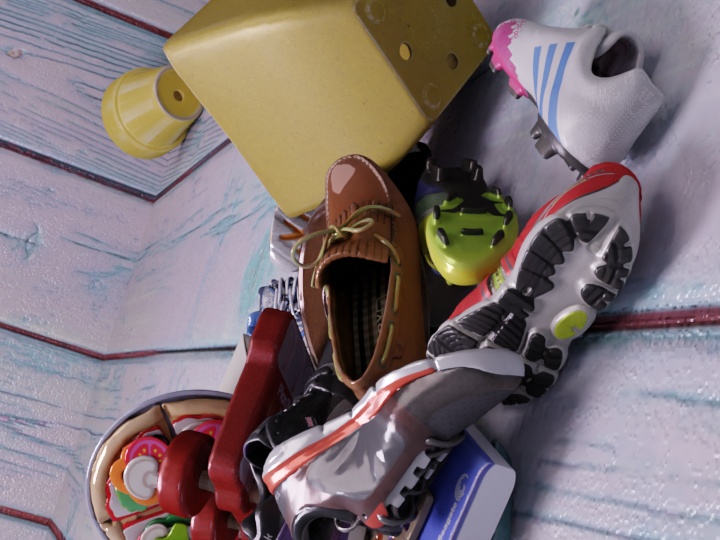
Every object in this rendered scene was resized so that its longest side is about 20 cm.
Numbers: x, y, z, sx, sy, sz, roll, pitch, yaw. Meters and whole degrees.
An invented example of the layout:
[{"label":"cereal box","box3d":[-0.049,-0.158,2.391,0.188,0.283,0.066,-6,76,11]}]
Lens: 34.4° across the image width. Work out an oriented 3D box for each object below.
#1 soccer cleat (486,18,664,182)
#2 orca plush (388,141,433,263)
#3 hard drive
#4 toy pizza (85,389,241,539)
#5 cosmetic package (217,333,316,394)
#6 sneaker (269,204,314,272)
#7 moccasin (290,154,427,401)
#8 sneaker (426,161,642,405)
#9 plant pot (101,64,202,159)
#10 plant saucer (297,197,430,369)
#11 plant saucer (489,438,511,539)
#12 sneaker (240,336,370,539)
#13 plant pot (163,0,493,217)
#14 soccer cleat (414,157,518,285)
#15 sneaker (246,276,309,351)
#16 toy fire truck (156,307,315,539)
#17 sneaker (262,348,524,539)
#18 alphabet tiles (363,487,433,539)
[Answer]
[{"label":"soccer cleat","box3d":[0.143,-0.130,0.763,0.086,0.070,0.201,-46,28,19]},{"label":"orca plush","box3d":[0.018,-0.037,1.011,0.105,0.070,0.202,146,140,-63]},{"label":"hard drive","box3d":[0.036,0.152,0.778,0.133,0.025,0.200,-68,17,7]},{"label":"toy pizza","box3d":[-0.146,0.200,1.040,0.032,0.198,0.202,-107,40,-66]},{"label":"cosmetic package","box3d":[-0.099,0.173,1.094,0.073,0.102,0.202,-113,44,-63]},{"label":"sneaker","box3d":[-0.029,-0.071,1.164,0.201,0.078,0.077,-56,1,-29]},{"label":"moccasin","box3d":[-0.001,0.001,0.823,0.073,0.078,0.204,-21,55,29]},{"label":"sneaker","box3d":[0.112,0.011,0.714,0.200,0.077,0.085,-51,6,45]},{"label":"plant pot","box3d":[-0.451,-0.369,2.605,0.188,0.200,0.203,-15,55,50]},{"label":"plant saucer","box3d":[-0.006,0.024,0.946,0.200,0.034,0.203,21,114,61]},{"label":"plant saucer","box3d":[0.046,0.187,0.779,0.200,0.019,0.071,-50,26,47]},{"label":"sneaker","box3d":[-0.035,0.112,0.828,0.076,0.087,0.202,-54,23,43]},{"label":"plant pot","box3d":[-0.005,-0.189,0.991,0.199,0.196,0.195,-7,37,51]},{"label":"soccer cleat","box3d":[0.074,-0.021,0.833,0.200,0.064,0.085,-95,6,-70]},{"label":"sneaker","box3d":[-0.058,0.042,1.135,0.200,0.084,0.078,-43,32,55]},{"label":"toy fire truck","box3d":[-0.070,0.146,0.947,0.201,0.111,0.169,71,-145,-56]},{"label":"sneaker","box3d":[0.027,0.116,0.707,0.199,0.077,0.083,-36,60,32]},{"label":"alphabet tiles","box3d":[0.005,0.207,0.754,0.169,0.007,0.200,-67,17,9]}]
